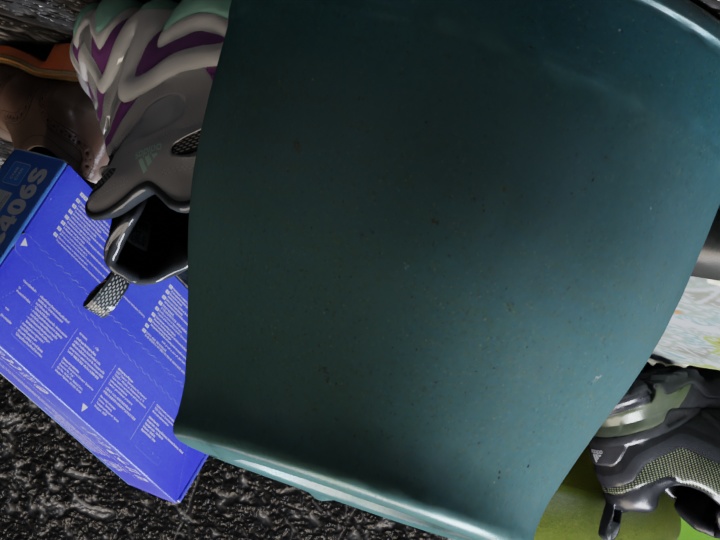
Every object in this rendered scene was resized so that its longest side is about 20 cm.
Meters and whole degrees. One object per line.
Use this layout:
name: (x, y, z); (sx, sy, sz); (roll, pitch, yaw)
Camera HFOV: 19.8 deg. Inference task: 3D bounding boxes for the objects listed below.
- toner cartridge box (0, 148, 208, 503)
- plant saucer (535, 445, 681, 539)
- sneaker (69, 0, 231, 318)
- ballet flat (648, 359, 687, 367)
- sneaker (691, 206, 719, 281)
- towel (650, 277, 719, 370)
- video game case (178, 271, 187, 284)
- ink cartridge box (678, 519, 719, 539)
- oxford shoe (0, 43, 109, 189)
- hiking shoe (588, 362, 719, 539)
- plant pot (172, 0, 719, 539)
toner cartridge box: (-0.137, 0.033, 1.086); (0.043, 0.095, 0.200); (14, 155, 39)
plant saucer: (0.099, 0.104, 1.213); (0.199, 0.031, 0.200); (17, -161, -6)
sneaker: (-0.095, -0.046, 0.904); (0.078, 0.140, 0.200); (22, 171, -23)
ballet flat: (0.143, 0.043, 1.243); (0.199, 0.063, 0.067); (19, 172, 1)
sneaker: (0.085, -0.013, 0.901); (0.199, 0.091, 0.076); (13, 169, 27)
towel: (0.162, 0.009, 1.034); (0.171, 0.048, 0.200); (8, 167, 43)
video game case: (-0.015, 0.023, 1.234); (0.200, 0.022, 0.182); (26, -158, 12)
ink cartridge box: (0.269, 0.168, 1.293); (0.148, 0.201, 0.076); (25, 170, -39)
oxford shoe: (-0.172, -0.077, 1.118); (0.071, 0.073, 0.200); (23, 171, -24)
hiking shoe: (0.211, 0.098, 1.172); (0.199, 0.101, 0.076); (-5, -173, -24)
plant pot: (0.023, -0.006, 0.740); (0.199, 0.189, 0.200); (19, 173, 2)
